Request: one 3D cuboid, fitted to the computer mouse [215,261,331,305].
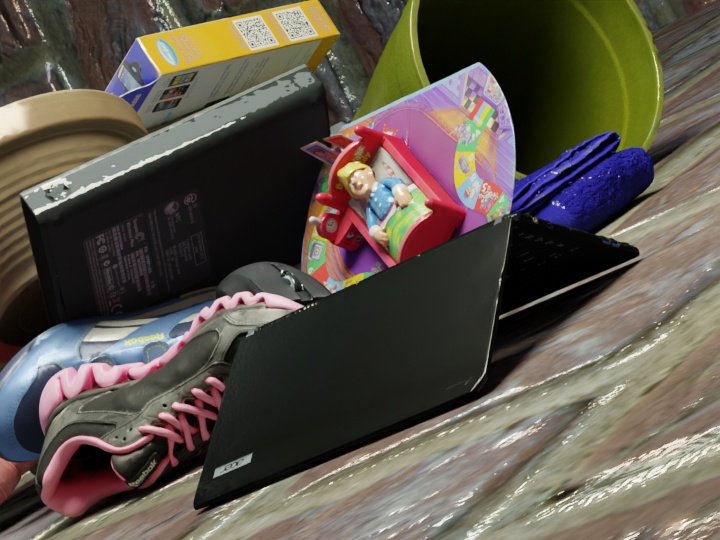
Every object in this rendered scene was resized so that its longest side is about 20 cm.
[{"bbox_3d":[-0.028,0.015,1.466,0.058,0.034,0.200,1,2,-30],"label":"computer mouse"}]

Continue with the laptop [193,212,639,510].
[{"bbox_3d":[0.032,0.050,1.275,0.176,0.104,0.199,-24,-20,30],"label":"laptop"}]

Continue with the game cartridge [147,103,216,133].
[{"bbox_3d":[-0.146,-0.053,1.938,0.175,0.033,0.200,-24,-22,-27],"label":"game cartridge"}]

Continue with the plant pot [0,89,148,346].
[{"bbox_3d":[-0.210,-0.016,1.626,0.200,0.093,0.201,-27,-22,-12],"label":"plant pot"}]

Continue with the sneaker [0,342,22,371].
[{"bbox_3d":[-0.279,0.075,1.697,0.199,0.087,0.074,-15,-38,-17],"label":"sneaker"}]

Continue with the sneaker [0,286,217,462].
[{"bbox_3d":[-0.133,0.066,1.542,0.199,0.075,0.082,-22,28,-25],"label":"sneaker"}]

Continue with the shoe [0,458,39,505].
[{"bbox_3d":[-0.290,0.084,1.597,0.091,0.200,0.072,-46,-22,-21],"label":"shoe"}]

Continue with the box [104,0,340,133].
[{"bbox_3d":[-0.121,-0.136,1.882,0.199,0.042,0.119,-15,-26,-40],"label":"box"}]

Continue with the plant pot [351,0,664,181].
[{"bbox_3d":[0.085,-0.111,1.828,0.200,0.201,0.193,-29,-7,-34],"label":"plant pot"}]

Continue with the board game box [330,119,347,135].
[{"bbox_3d":[-0.078,-0.016,1.967,0.199,0.136,0.035,-29,47,-14],"label":"board game box"}]

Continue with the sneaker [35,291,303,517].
[{"bbox_3d":[-0.102,0.083,1.413,0.199,0.079,0.096,-25,26,26],"label":"sneaker"}]

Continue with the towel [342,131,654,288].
[{"bbox_3d":[0.079,-0.022,1.574,0.147,0.050,0.200,-22,7,44],"label":"towel"}]

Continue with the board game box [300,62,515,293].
[{"bbox_3d":[0.011,-0.036,1.488,0.039,0.159,0.199,18,-25,-34],"label":"board game box"}]

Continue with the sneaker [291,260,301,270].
[{"bbox_3d":[0.000,0.000,1.697,0.200,0.077,0.081,-38,17,-34],"label":"sneaker"}]

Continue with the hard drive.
[{"bbox_3d":[-0.106,-0.031,1.575,0.199,0.033,0.140,-26,-41,-18],"label":"hard drive"}]

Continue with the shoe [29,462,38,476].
[{"bbox_3d":[-0.151,0.058,1.657,0.200,0.054,0.070,-46,40,-15],"label":"shoe"}]
